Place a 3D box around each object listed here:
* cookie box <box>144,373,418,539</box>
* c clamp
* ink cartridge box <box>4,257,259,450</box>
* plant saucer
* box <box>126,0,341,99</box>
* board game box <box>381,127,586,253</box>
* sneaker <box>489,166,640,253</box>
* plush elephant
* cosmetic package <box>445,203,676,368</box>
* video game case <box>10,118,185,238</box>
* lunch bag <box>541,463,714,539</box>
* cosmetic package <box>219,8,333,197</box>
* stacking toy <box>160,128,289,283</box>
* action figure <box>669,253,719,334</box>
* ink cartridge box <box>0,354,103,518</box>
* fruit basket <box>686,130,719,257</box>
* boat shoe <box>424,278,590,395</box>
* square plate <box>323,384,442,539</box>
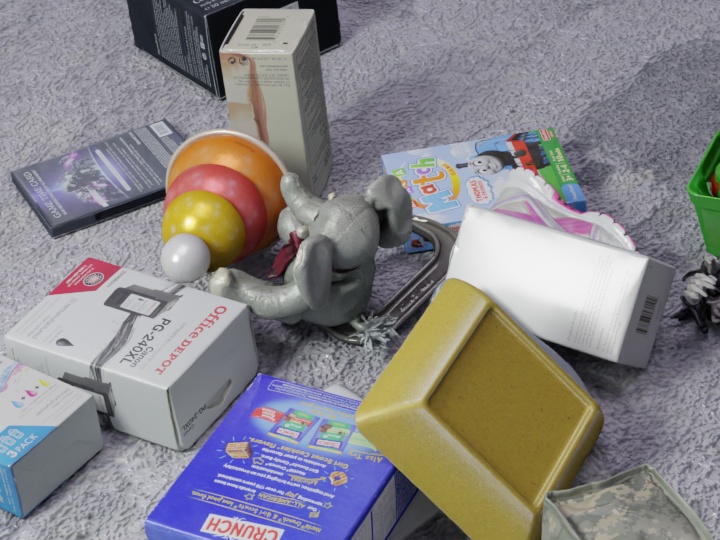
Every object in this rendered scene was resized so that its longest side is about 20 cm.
[{"bbox_3d":[-0.060,0.192,1.477,0.170,0.076,0.200,13,40,24],"label":"cookie box"},{"bbox_3d":[0.000,0.000,1.795,0.200,0.027,0.171,-38,50,-19],"label":"c clamp"},{"bbox_3d":[-0.219,0.078,1.697,0.199,0.084,0.145,15,41,26],"label":"ink cartridge box"},{"bbox_3d":[0.118,0.123,1.500,0.200,0.048,0.200,44,49,-8],"label":"plant saucer"},{"bbox_3d":[-0.164,-0.337,2.225,0.199,0.124,0.196,-28,39,-27],"label":"box"},{"bbox_3d":[0.133,-0.090,1.914,0.199,0.037,0.152,-10,37,-4],"label":"board game box"},{"bbox_3d":[0.207,-0.020,1.780,0.200,0.081,0.088,33,73,32],"label":"sneaker"},{"bbox_3d":[-0.036,-0.024,1.696,0.200,0.155,0.165,33,48,25],"label":"plush elephant"},{"bbox_3d":[0.188,0.014,1.685,0.199,0.108,0.085,20,3,31],"label":"cosmetic package"},{"bbox_3d":[-0.288,-0.109,2.019,0.199,0.019,0.143,-22,39,-19],"label":"video game case"},{"bbox_3d":[0.217,0.275,1.295,0.117,0.165,0.200,-14,36,-20],"label":"lunch bag"},{"bbox_3d":[-0.091,-0.178,1.930,0.087,0.201,0.104,2,35,13],"label":"cosmetic package"},{"bbox_3d":[-0.160,-0.046,1.782,0.145,0.147,0.200,5,27,15],"label":"stacking toy"},{"bbox_3d":[0.370,0.029,1.664,0.118,0.102,0.200,-28,41,-9],"label":"action figure"},{"bbox_3d":[-0.356,0.142,1.644,0.199,0.068,0.115,19,43,31],"label":"ink cartridge box"},{"bbox_3d":[0.435,-0.099,1.744,0.215,0.217,0.156,12,40,23],"label":"fruit basket"},{"bbox_3d":[0.133,0.096,1.633,0.199,0.068,0.074,40,40,15],"label":"boat shoe"},{"bbox_3d":[-0.028,0.186,1.570,0.198,0.029,0.200,-31,43,-31],"label":"square plate"}]
